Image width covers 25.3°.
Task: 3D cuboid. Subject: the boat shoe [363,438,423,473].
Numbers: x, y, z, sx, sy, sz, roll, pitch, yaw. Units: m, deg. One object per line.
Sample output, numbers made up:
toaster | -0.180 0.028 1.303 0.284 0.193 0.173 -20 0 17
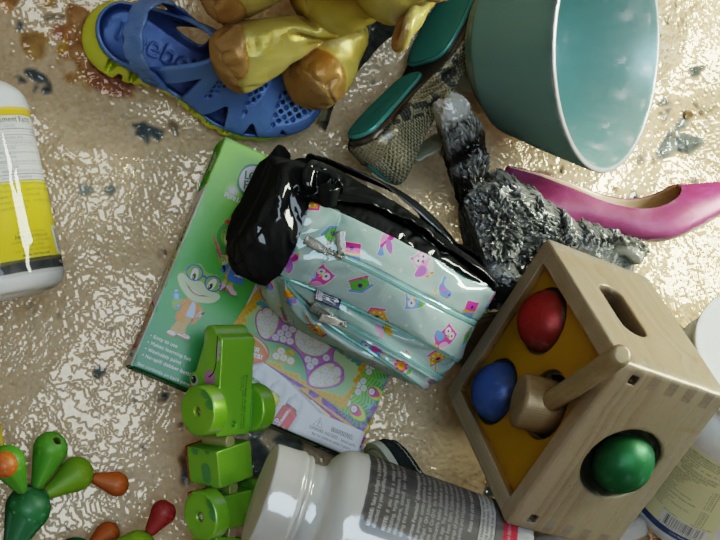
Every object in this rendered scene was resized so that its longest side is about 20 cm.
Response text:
boat shoe | 0.071 0.216 1.287 0.066 0.074 0.200 -28 88 -25

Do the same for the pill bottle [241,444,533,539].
pill bottle | 0.018 0.199 1.183 0.199 0.111 0.111 20 81 -8

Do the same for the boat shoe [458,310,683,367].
boat shoe | 0.171 0.060 1.338 0.199 0.063 0.074 4 110 -12

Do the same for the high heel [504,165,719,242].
high heel | 0.219 -0.067 1.352 0.199 0.067 0.096 -17 100 -2

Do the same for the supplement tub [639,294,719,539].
supplement tub | 0.296 0.121 1.268 0.144 0.200 0.146 4 52 -5

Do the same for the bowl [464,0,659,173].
bowl | 0.157 -0.181 1.301 0.200 0.105 0.202 -11 103 -55

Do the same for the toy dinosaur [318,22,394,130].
toy dinosaur | 0.005 -0.220 1.319 0.088 0.047 0.200 42 82 -13

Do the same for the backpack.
backpack | 0.000 0.000 1.213 0.199 0.167 0.127 29 98 -14

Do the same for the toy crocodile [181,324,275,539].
toy crocodile | -0.108 0.140 1.222 0.067 0.062 0.201 -6 99 -48

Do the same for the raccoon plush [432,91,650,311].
raccoon plush | 0.147 -0.055 1.269 0.133 0.097 0.201 -16 109 -5

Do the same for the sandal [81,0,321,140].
sandal | -0.120 -0.160 1.262 0.199 0.087 0.080 18 79 -14

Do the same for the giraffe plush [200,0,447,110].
giraffe plush | -0.004 -0.214 1.191 0.199 0.162 0.174 -9 92 -29

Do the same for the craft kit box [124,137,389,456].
craft kit box | -0.059 0.024 1.285 0.199 0.049 0.198 23 77 -12

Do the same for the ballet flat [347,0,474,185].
ballet flat | 0.061 -0.151 1.318 0.075 0.068 0.200 45 64 -27

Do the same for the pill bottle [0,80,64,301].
pill bottle | -0.295 -0.075 1.195 0.112 0.112 0.201 -13 88 -15

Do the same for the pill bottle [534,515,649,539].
pill bottle | 0.190 0.302 1.289 0.110 0.111 0.201 -8 87 -15

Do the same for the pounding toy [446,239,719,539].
pounding toy | 0.159 0.088 1.174 0.142 0.200 0.185 18 117 -27

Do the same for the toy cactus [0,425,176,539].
toy cactus | -0.253 0.203 1.202 0.199 0.102 0.166 24 90 -21
